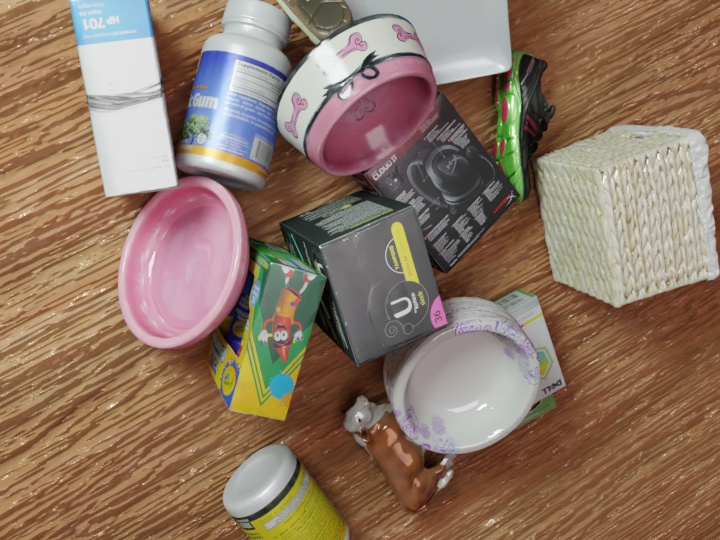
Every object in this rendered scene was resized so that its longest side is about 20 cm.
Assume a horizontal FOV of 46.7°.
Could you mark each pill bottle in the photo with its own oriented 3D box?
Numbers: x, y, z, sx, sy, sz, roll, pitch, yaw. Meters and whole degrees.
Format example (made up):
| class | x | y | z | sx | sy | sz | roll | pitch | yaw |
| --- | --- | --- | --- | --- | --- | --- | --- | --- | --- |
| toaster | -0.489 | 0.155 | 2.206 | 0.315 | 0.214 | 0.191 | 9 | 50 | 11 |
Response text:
| class | x | y | z | sx | sy | sz | roll | pitch | yaw |
| --- | --- | --- | --- | --- | --- | --- | --- | --- | --- |
| pill bottle | -0.142 | -0.206 | 0.977 | 0.110 | 0.112 | 0.205 | 14 | 85 | -20 |
| pill bottle | -0.085 | 0.340 | 1.105 | 0.112 | 0.112 | 0.202 | -37 | 109 | -8 |

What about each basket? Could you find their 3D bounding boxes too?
| class | x | y | z | sx | sy | sz | roll | pitch | yaw |
| --- | --- | --- | --- | --- | --- | --- | --- | --- | --- |
| basket | 0.355 | -0.081 | 1.132 | 0.157 | 0.198 | 0.205 | -16 | 105 | -13 |

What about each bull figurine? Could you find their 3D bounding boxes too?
| class | x | y | z | sx | sy | sz | roll | pitch | yaw |
| --- | --- | --- | --- | --- | --- | --- | --- | --- | --- |
| bull figurine | 0.057 | 0.239 | 1.159 | 0.120 | 0.065 | 0.203 | -32 | 108 | -12 |

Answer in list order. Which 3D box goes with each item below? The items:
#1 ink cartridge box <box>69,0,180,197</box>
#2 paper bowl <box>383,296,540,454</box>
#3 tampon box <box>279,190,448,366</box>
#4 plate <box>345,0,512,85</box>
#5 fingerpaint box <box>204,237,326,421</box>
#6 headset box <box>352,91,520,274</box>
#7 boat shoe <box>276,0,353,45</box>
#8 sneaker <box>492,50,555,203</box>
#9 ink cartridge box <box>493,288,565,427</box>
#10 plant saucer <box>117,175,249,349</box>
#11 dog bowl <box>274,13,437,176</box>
| class | x | y | z | sx | sy | sz | roll | pitch | yaw |
| --- | --- | --- | --- | --- | --- | --- | --- | --- | --- |
| ink cartridge box | -0.260 | -0.194 | 0.926 | 0.084 | 0.146 | 0.205 | -9 | 103 | -15 |
| paper bowl | 0.126 | 0.129 | 1.086 | 0.196 | 0.105 | 0.205 | -6 | 118 | -11 |
| tampon box | 0.000 | 0.000 | 1.023 | 0.124 | 0.200 | 0.153 | -22 | 107 | -13 |
| plate | 0.077 | -0.305 | 0.985 | 0.195 | 0.033 | 0.201 | -10 | 141 | 6 |
| fingerpaint box | -0.121 | 0.061 | 0.993 | 0.072 | 0.200 | 0.171 | 15 | 96 | -20 |
| headset box | 0.091 | -0.123 | 1.097 | 0.149 | 0.077 | 0.200 | -46 | 110 | -6 |
| boat shoe | -0.070 | -0.319 | 0.963 | 0.071 | 0.076 | 0.203 | -27 | 68 | -2 |
| sneaker | 0.226 | -0.192 | 1.131 | 0.082 | 0.077 | 0.205 | -3 | 102 | -14 |
| ink cartridge box | 0.228 | 0.142 | 1.202 | 0.102 | 0.059 | 0.204 | -25 | 107 | -13 |
| plant saucer | -0.201 | -0.006 | 0.975 | 0.050 | 0.199 | 0.204 | 24 | 93 | -52 |
| dog bowl | 0.003 | -0.191 | 0.960 | 0.198 | 0.201 | 0.074 | -32 | 69 | -11 |
